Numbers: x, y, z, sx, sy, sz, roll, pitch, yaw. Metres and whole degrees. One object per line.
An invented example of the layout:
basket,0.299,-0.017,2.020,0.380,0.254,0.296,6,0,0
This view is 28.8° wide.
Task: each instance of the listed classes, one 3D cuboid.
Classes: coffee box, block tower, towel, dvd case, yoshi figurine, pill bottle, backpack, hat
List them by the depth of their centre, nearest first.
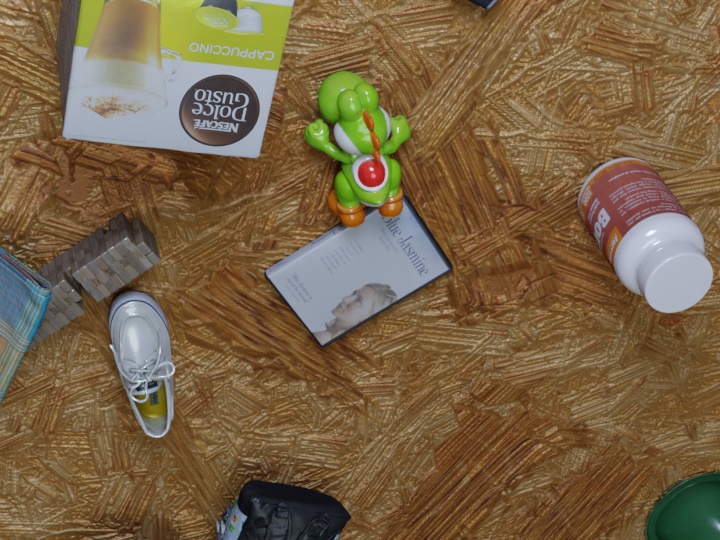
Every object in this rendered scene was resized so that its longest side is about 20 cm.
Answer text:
coffee box,-0.190,-0.251,1.394,0.198,0.200,0.199,5,124,-18
yoshi figurine,-0.004,-0.150,1.604,0.111,0.113,0.201,19,145,19
towel,-0.443,0.058,1.608,0.146,0.022,0.201,35,116,8
block tower,-0.331,0.012,1.635,0.199,0.058,0.054,-34,127,7
pill bottle,0.345,-0.041,1.692,0.111,0.200,0.113,-7,126,-10
dvd case,0.000,0.000,1.741,0.199,0.018,0.143,-31,126,7
backpack,-0.129,0.388,1.917,0.162,0.154,0.201,13,99,-26
hat,0.540,0.414,2.085,0.165,0.176,0.201,11,121,-22

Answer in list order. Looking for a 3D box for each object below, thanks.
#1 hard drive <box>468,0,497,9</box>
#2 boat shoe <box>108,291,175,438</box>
hard drive,0.141,-0.381,1.493,0.134,0.042,0.201,19,117,-27
boat shoe,-0.264,0.126,1.714,0.074,0.086,0.203,-8,127,-9
